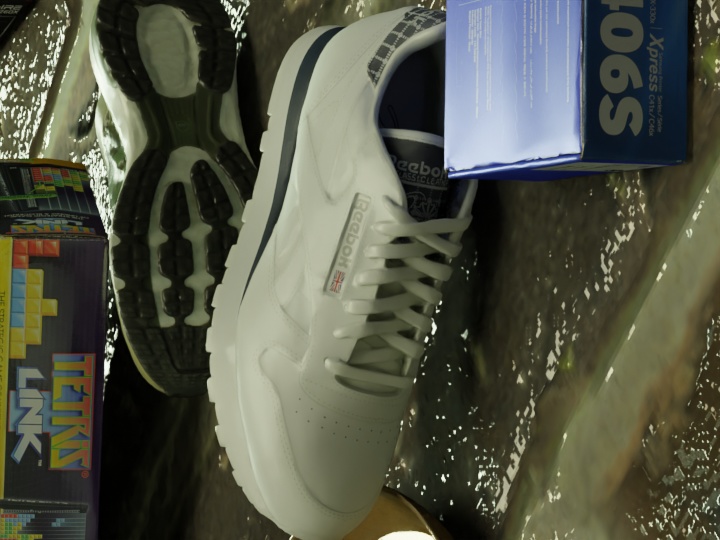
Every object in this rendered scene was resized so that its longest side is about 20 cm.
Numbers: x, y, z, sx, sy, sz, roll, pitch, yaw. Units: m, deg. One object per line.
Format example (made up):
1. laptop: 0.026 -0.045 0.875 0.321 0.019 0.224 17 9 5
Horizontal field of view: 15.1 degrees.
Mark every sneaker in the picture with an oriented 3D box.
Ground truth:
1. sneaker: 0.000 0.000 0.995 0.080 0.076 0.200 -5 77 50
2. sneaker: -0.082 -0.029 1.196 0.089 0.077 0.200 113 155 -60

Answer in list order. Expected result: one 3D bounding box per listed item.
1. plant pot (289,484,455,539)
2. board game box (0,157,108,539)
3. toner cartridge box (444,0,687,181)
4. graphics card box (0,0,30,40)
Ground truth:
1. plant pot: 0.011 0.179 1.021 0.200 0.027 0.201 -6 83 64
2. board game box: -0.153 0.061 1.272 0.165 0.057 0.200 -126 39 -72
3. toner cartridge box: 0.069 -0.132 0.912 0.095 0.043 0.201 -3 86 63
4. graphics card box: -0.242 -0.169 1.536 0.200 0.051 0.126 141 126 -58
